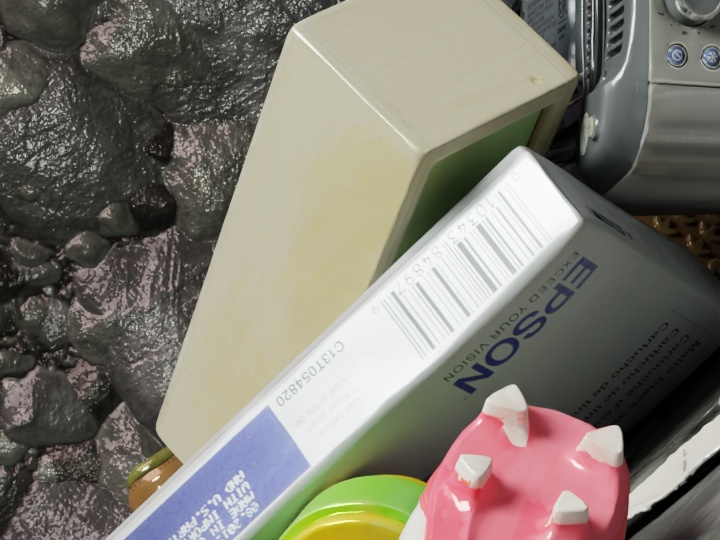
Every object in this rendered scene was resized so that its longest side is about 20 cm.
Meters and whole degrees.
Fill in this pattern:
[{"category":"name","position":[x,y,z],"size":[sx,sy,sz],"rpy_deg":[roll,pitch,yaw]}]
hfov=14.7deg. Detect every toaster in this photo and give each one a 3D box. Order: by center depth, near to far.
[{"category":"toaster","position":[0.120,-0.074,0.958],"size":[0.200,0.128,0.115],"rpy_deg":[147,124,-77]}]

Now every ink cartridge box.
[{"category":"ink cartridge box","position":[0.035,0.062,0.943],"size":[0.200,0.041,0.200],"rpy_deg":[-44,-28,12]}]

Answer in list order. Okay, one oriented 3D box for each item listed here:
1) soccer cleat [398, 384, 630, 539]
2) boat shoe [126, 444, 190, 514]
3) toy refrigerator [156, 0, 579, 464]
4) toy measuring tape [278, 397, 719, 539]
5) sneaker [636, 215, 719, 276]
[{"category":"soccer cleat","position":[0.013,0.111,0.696],"size":[0.200,0.066,0.077],"rpy_deg":[-53,-23,-44]},{"category":"boat shoe","position":[-0.009,0.075,1.066],"size":[0.072,0.068,0.200],"rpy_deg":[-48,-18,28]},{"category":"toy refrigerator","position":[0.000,0.000,0.936],"size":[0.076,0.070,0.201],"rpy_deg":[-27,-28,-38]},{"category":"toy measuring tape","position":[0.031,0.074,0.835],"size":[0.200,0.074,0.074],"rpy_deg":[-43,1,22]},{"category":"sneaker","position":[0.120,-0.014,1.144],"size":[0.200,0.067,0.090],"rpy_deg":[-45,-6,-39]}]
